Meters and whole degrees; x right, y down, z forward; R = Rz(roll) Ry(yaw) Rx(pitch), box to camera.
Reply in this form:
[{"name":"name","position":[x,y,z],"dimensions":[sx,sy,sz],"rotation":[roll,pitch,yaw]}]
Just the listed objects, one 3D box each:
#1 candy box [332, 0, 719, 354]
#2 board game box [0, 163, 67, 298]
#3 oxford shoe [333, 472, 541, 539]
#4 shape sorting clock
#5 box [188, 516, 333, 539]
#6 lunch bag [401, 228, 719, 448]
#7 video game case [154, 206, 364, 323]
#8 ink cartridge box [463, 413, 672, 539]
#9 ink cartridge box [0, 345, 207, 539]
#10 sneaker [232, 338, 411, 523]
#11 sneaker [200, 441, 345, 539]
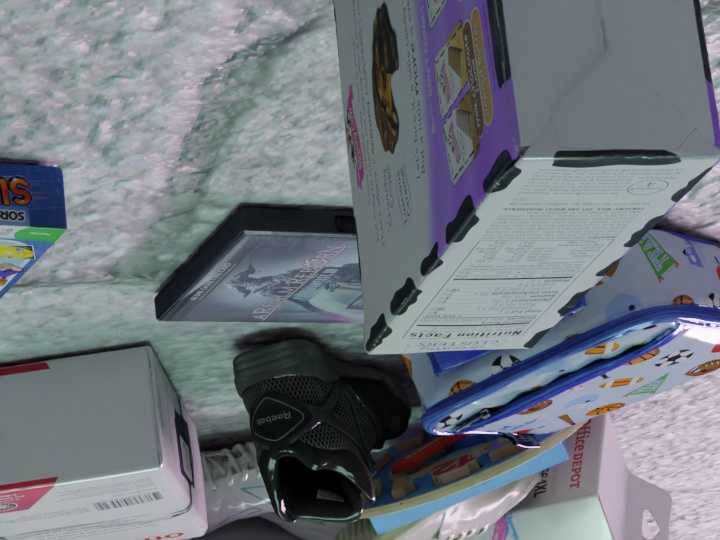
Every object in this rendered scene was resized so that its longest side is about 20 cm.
[{"name":"candy box","position":[0.048,-0.079,0.741],"dimensions":[0.071,0.168,0.200],"rotation":[-1,161,-14]},{"name":"board game box","position":[-0.258,-0.016,1.009],"dimensions":[0.200,0.035,0.135],"rotation":[3,159,-28]},{"name":"oxford shoe","position":[0.060,0.167,1.470],"dimensions":[0.200,0.058,0.075],"rotation":[-30,-165,-37]},{"name":"shape sorting clock","position":[0.068,0.119,1.429],"dimensions":[0.200,0.039,0.200],"rotation":[-22,-169,5]},{"name":"box","position":[-0.096,0.280,1.580],"dimensions":[0.199,0.200,0.172],"rotation":[7,118,-20]},{"name":"lunch bag","position":[0.127,0.045,1.259],"dimensions":[0.200,0.076,0.160],"rotation":[-29,160,32]},{"name":"video game case","position":[0.000,0.000,1.190],"dimensions":[0.200,0.019,0.143],"rotation":[0,160,-25]},{"name":"ink cartridge box","position":[0.131,0.199,1.590],"dimensions":[0.200,0.125,0.129],"rotation":[-15,-156,16]},{"name":"ink cartridge box","position":[-0.187,0.125,1.375],"dimensions":[0.144,0.085,0.200],"rotation":[-8,160,1]},{"name":"sneaker","position":[-0.018,0.116,1.379],"dimensions":[0.076,0.114,0.199],"rotation":[-14,165,17]},{"name":"sneaker","position":[-0.083,0.150,1.544],"dimensions":[0.200,0.071,0.080],"rotation":[4,136,-23]}]
